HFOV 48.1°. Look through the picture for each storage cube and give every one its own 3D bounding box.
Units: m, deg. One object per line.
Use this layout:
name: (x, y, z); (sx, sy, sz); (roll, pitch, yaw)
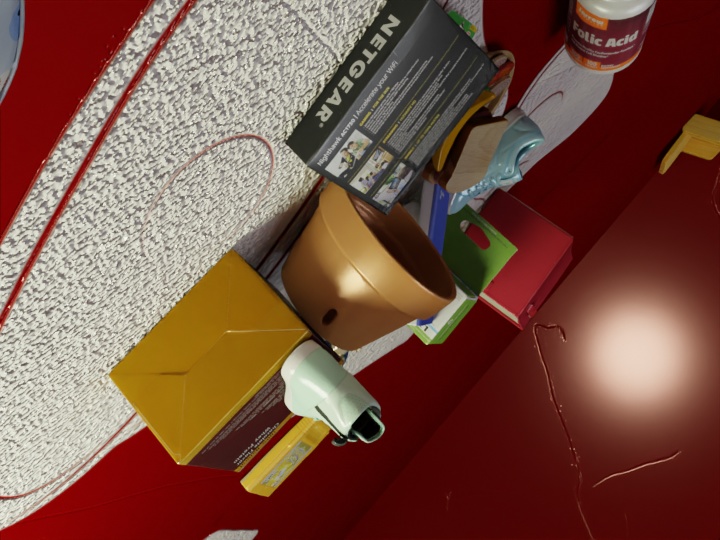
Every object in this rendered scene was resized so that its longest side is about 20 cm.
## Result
storage cube: (0.287, -0.020, 1.554); (0.181, 0.199, 0.171); (-52, 161, 0)

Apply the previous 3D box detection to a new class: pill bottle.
pill bottle: (0.334, -0.360, 1.072); (0.114, 0.114, 0.200); (-44, 161, -5)

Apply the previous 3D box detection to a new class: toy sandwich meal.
toy sandwich meal: (0.151, -0.195, 1.076); (0.205, 0.070, 0.206); (-41, 161, -17)

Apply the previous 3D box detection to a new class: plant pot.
plant pot: (0.000, 0.000, 0.962); (0.140, 0.201, 0.199); (-42, 164, 18)

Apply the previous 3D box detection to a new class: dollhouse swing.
dollhouse swing: (1.110, -0.390, 2.671); (0.178, 0.179, 0.200); (-66, 162, -3)

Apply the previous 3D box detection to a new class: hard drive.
hard drive: (0.101, -0.022, 1.199); (0.132, 0.025, 0.204); (7, 90, -77)

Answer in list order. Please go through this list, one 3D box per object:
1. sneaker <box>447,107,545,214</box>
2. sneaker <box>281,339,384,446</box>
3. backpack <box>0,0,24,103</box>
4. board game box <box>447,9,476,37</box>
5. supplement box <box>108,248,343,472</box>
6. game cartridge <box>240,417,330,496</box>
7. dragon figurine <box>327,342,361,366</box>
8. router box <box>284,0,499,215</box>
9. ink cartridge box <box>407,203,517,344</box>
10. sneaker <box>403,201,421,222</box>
sneaker: (0.208, -0.155, 1.266); (0.201, 0.082, 0.074); (-51, 160, 12)
sneaker: (-0.026, 0.160, 0.917); (0.074, 0.118, 0.201); (-43, 162, -11)
backpack: (-0.223, -0.112, 0.312); (0.199, 0.154, 0.191); (-38, 171, -32)
board game box: (0.052, -0.202, 0.911); (0.201, 0.030, 0.095); (-51, 162, 20)
supplement box: (-0.148, 0.116, 0.955); (0.197, 0.133, 0.200); (-45, 161, -4)
game cartridge: (-0.147, 0.380, 1.666); (0.200, 0.032, 0.177); (-44, 162, -7)
dragon figurine: (-0.022, 0.098, 1.287); (0.201, 0.058, 0.100); (-58, -174, 29)
router box: (0.036, -0.171, 0.834); (0.201, 0.051, 0.148); (-51, 142, 11)
ink cartridge box: (0.130, -0.006, 1.300); (0.201, 0.148, 0.075); (-52, 160, 13)
sneaker: (0.060, -0.012, 1.223); (0.075, 0.088, 0.202); (-25, 152, -43)
